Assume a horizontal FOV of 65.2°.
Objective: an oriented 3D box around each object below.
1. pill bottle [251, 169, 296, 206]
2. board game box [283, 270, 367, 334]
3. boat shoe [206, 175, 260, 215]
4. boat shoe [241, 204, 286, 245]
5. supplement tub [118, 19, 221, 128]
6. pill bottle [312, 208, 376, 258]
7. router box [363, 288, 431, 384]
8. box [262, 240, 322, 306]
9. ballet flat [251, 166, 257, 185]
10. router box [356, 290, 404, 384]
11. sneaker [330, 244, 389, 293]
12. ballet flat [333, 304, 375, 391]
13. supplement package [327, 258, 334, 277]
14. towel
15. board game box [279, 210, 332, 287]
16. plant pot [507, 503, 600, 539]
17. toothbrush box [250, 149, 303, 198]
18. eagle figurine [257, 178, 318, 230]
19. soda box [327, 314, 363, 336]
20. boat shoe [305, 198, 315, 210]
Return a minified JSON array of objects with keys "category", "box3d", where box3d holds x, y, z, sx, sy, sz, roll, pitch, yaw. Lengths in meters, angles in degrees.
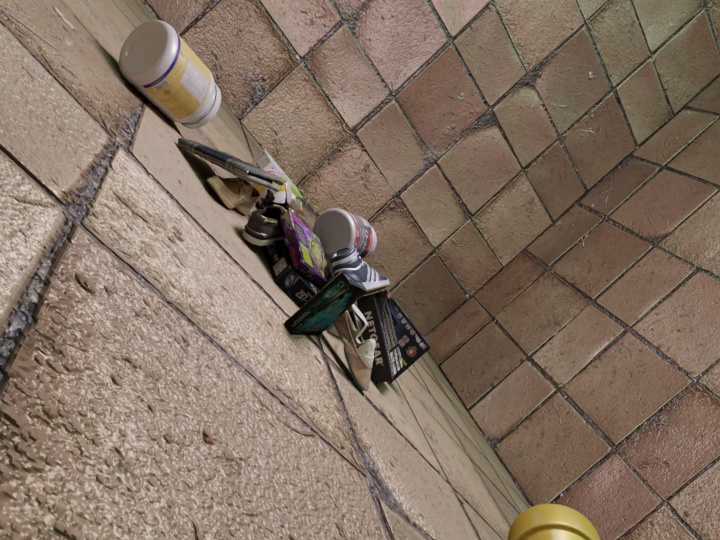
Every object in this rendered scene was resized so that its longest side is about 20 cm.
[{"category":"pill bottle","box3d":[-0.232,-0.193,1.579,0.104,0.103,0.201,46,6,-46]},{"category":"board game box","box3d":[-0.057,0.064,1.034,0.028,0.134,0.200,49,3,11]},{"category":"boat shoe","box3d":[-0.269,-0.174,1.218,0.073,0.065,0.200,51,3,10]},{"category":"boat shoe","box3d":[-0.181,-0.104,1.194,0.070,0.062,0.201,27,19,8]},{"category":"supplement tub","box3d":[-0.407,-0.418,1.226,0.147,0.144,0.200,52,4,26]},{"category":"pill bottle","box3d":[-0.032,-0.084,1.405,0.117,0.116,0.199,51,15,15]},{"category":"router box","box3d":[0.074,0.175,1.513,0.202,0.149,0.062,51,4,4]},{"category":"box","box3d":[-0.141,0.010,1.226,0.161,0.043,0.201,49,4,-33]},{"category":"ballet flat","box3d":[-0.293,-0.255,1.744,0.069,0.063,0.200,52,3,26]},{"category":"router box","box3d":[0.050,0.158,1.376,0.149,0.049,0.208,-3,79,-75]},{"category":"sneaker","box3d":[0.000,0.000,1.309,0.198,0.069,0.112,-7,77,-60]},{"category":"ballet flat","box3d":[-0.009,0.138,1.138,0.206,0.066,0.068,67,16,11]},{"category":"supplement package","box3d":[-0.067,0.007,1.590,0.121,0.121,0.200,50,3,10]},{"category":"towel","box3d":[-0.278,-0.229,1.236,0.188,0.036,0.199,25,9,15]},{"category":"board game box","box3d":[-0.112,-0.038,1.212,0.200,0.031,0.124,44,31,-68]},{"category":"plant pot","box3d":[0.394,0.613,1.117,0.202,0.199,0.189,50,20,-3]},{"category":"toothbrush box","box3d":[-0.308,-0.324,2.072,0.200,0.086,0.146,48,5,-33]},{"category":"eagle figurine","box3d":[-0.165,-0.110,1.378,0.197,0.155,0.150,33,-19,-18]},{"category":"soda box","box3d":[-0.037,0.116,1.337,0.069,0.063,0.200,54,4,21]},{"category":"boat shoe","box3d":[-0.249,-0.299,2.767,0.074,0.062,0.200,50,3,9]}]
